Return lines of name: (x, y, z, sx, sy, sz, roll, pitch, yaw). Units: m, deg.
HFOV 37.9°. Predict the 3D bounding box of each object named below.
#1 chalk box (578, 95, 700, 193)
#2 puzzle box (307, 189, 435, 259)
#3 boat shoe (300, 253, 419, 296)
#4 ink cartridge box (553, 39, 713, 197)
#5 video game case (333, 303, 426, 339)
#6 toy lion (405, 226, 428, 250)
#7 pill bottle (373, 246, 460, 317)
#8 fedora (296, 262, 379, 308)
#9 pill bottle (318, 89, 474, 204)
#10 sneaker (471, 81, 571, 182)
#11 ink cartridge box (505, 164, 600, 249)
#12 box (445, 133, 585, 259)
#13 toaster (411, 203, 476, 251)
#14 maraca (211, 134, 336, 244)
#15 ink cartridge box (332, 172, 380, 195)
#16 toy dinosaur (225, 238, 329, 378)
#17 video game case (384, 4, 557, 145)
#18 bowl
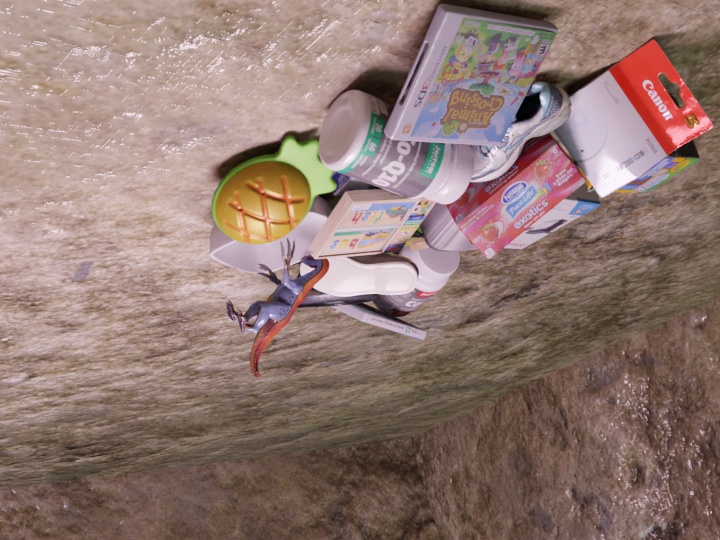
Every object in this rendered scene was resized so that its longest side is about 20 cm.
chalk box: (0.462, -0.208, 1.730, 0.199, 0.126, 0.124, -1, 156, -37)
puzzle box: (0.022, -0.076, 1.687, 0.199, 0.025, 0.133, -7, 143, -43)
boat shoe: (0.000, 0.003, 1.772, 0.200, 0.073, 0.060, 4, -163, 9)
ink cartridge box: (0.398, -0.223, 1.573, 0.200, 0.161, 0.047, -33, -175, 43)
video game case: (0.008, 0.085, 2.118, 0.181, 0.022, 0.199, 19, -178, -42)
toy lion: (0.009, -0.063, 1.880, 0.191, 0.069, 0.200, -18, 164, 27)
pill bottle: (0.106, 0.005, 2.063, 0.113, 0.115, 0.200, -6, 159, -30)
fedora: (-0.059, 0.016, 1.880, 0.199, 0.092, 0.201, -5, 175, 0)
pill bottle: (0.052, -0.164, 1.442, 0.199, 0.114, 0.113, 16, 147, -32)
sneaker: (0.216, -0.214, 1.571, 0.200, 0.078, 0.086, -41, 150, 18)
ink cartridge box: (0.314, -0.118, 1.932, 0.144, 0.084, 0.200, 2, 155, -44)
box: (0.237, -0.129, 1.650, 0.200, 0.100, 0.095, -39, 123, 12)
toaster: (0.186, -0.109, 1.805, 0.199, 0.114, 0.129, -5, 153, -28)
maraca: (-0.125, -0.115, 1.523, 0.200, 0.107, 0.137, -36, 128, 13)
ink cartridge box: (0.080, -0.176, 1.626, 0.199, 0.041, 0.200, -5, 159, -33)
toy dinosaur: (-0.125, 0.046, 1.703, 0.180, 0.201, 0.105, -17, -168, -21)
video game case: (0.144, -0.246, 1.355, 0.199, 0.022, 0.183, -2, 130, -38)
bowl: (-0.133, -0.071, 1.694, 0.199, 0.075, 0.200, -24, 161, 18)
